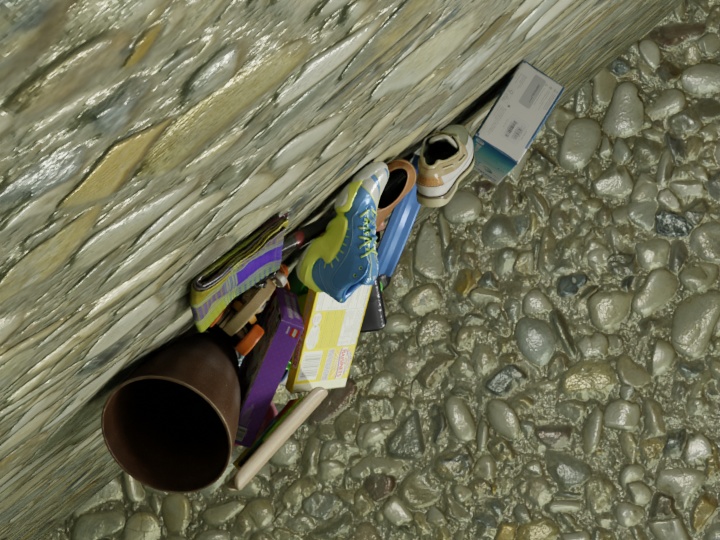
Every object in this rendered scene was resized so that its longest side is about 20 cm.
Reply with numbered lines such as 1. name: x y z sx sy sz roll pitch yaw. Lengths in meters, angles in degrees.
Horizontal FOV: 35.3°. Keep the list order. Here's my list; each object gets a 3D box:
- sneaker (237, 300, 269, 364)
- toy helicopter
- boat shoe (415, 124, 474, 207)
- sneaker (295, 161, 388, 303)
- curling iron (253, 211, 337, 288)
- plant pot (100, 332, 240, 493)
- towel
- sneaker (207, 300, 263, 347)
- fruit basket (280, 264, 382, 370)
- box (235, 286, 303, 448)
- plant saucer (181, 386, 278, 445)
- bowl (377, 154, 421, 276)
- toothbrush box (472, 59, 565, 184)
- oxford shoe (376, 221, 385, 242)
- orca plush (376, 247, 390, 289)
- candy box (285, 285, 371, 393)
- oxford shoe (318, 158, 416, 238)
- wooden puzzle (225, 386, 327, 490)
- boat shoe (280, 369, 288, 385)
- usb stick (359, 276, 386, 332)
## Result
1. sneaker: -0.215 0.132 1.913 0.199 0.087 0.078 -40 177 1
2. toy helicopter: -0.146 0.030 1.614 0.133 0.079 0.200 -49 -174 10
3. boat shoe: 0.131 -0.177 1.717 0.201 0.073 0.069 -68 158 -52
4. sneaker: 0.001 -0.043 1.521 0.201 0.105 0.076 -56 165 20
5. curling iron: -0.085 -0.038 1.539 0.199 0.025 0.050 -39 157 -35
6. plant pot: -0.242 0.178 1.603 0.187 0.187 0.201 -40 -168 26
7. towel: -0.146 0.006 1.364 0.143 0.023 0.200 -40 172 -18
8. sneaker: -0.190 0.071 1.747 0.084 0.071 0.200 -63 -178 -8
9. fruit basket: -0.066 0.079 1.781 0.215 0.154 0.218 -33 -136 38
10. box: -0.142 0.140 1.660 0.137 0.039 0.202 -113 -135 -68
11. plant saucer: -0.222 0.208 1.788 0.051 0.200 0.200 -54 173 17
12. bowl: 0.067 -0.084 1.805 0.201 0.039 0.203 23 89 -90
13. toothbrush box: 0.244 -0.237 1.852 0.147 0.085 0.200 -57 180 -7
14. oxford shoe: -0.008 -0.076 1.788 0.073 0.072 0.200 -17 172 -5
15. orca plush: -0.011 0.015 1.939 0.198 0.072 0.105 4 -144 42
16. candy box: -0.045 0.085 1.658 0.101 0.026 0.203 -4 119 -39
17. oxford shoe: 0.001 -0.080 1.615 0.201 0.071 0.071 -50 -179 8
18. wooden puzzle: -0.131 0.246 1.665 0.185 0.037 0.200 -47 178 -16
19. boat shoe: -0.145 0.135 1.937 0.072 0.201 0.072 28 110 -40
20. usb stick: 0.000 0.000 1.702 0.055 0.203 0.033 -3 -156 16
